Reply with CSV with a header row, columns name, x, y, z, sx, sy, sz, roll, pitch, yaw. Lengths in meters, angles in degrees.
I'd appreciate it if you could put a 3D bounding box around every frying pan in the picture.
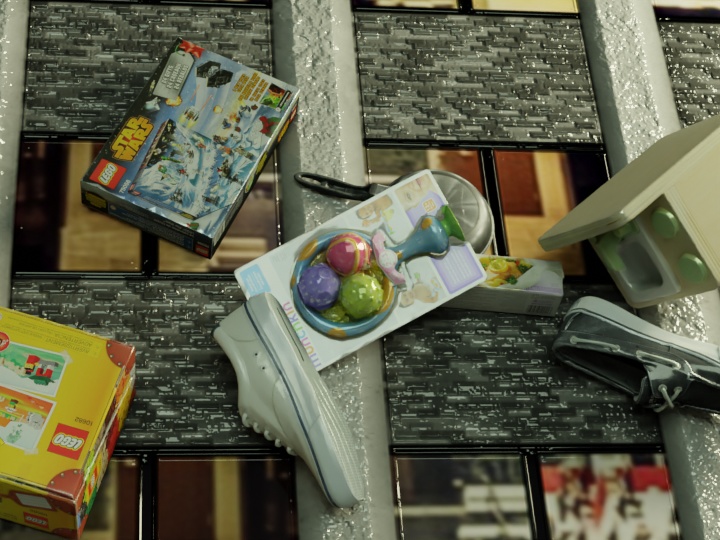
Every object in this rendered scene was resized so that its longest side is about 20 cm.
name,x,y,z,sx,sy,sz,roll,pitch,yaw
frying pan,0.044,-0.074,1.475,0.189,0.031,0.115,37,58,13

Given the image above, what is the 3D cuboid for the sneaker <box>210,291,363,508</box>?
name,x,y,z,sx,sy,sz,roll,pitch,yaw
sneaker,-0.063,0.118,1.313,0.070,0.073,0.201,-31,69,10

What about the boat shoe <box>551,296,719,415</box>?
name,x,y,z,sx,sy,sz,roll,pitch,yaw
boat shoe,0.265,0.093,1.367,0.199,0.072,0.068,26,54,12

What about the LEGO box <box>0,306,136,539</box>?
name,x,y,z,sx,sy,sz,roll,pitch,yaw
LEGO box,-0.299,0.114,1.266,0.198,0.077,0.150,16,56,3

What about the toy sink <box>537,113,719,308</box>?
name,x,y,z,sx,sy,sz,roll,pitch,yaw
toy sink,0.284,-0.043,1.408,0.200,0.130,0.113,-37,98,-29

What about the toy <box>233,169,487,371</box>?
name,x,y,z,sx,sy,sz,roll,pitch,yaw
toy,0.000,0.000,1.358,0.199,0.047,0.116,-27,78,-7

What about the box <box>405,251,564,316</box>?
name,x,y,z,sx,sy,sz,roll,pitch,yaw
box,0.086,0.008,1.416,0.198,0.042,0.039,5,55,-4

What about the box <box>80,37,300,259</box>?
name,x,y,z,sx,sy,sz,roll,pitch,yaw
box,-0.158,-0.119,1.465,0.136,0.040,0.201,24,56,6
